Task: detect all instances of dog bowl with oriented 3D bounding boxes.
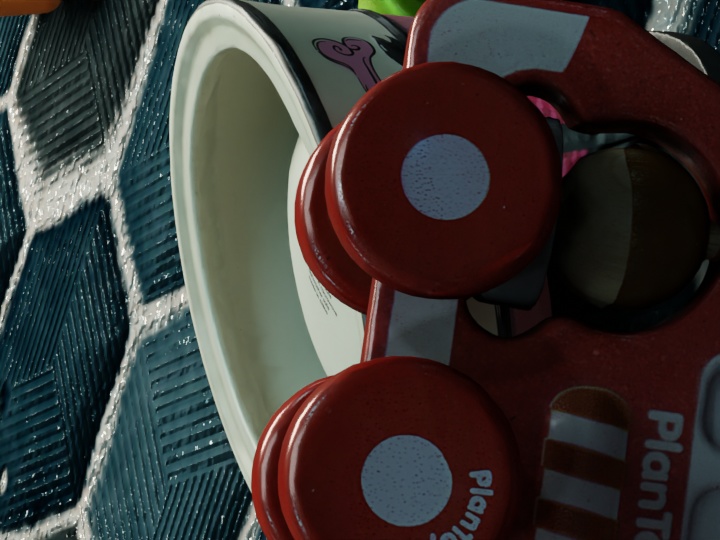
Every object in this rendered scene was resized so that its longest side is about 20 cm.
[{"bbox_3d":[0.000,0.000,1.006,0.200,0.074,0.200,168,90,-72],"label":"dog bowl"}]

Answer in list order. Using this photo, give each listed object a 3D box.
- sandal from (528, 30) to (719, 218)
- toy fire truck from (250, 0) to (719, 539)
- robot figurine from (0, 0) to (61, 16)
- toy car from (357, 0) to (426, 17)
[{"bbox_3d":[0.055,-0.040,0.989,0.200,0.045,0.075,1,93,56],"label":"sandal"},{"bbox_3d":[0.062,0.025,0.848,0.112,0.168,0.200,145,134,-81],"label":"toy fire truck"},{"bbox_3d":[-0.196,-0.214,1.509,0.117,0.144,0.200,-33,43,17],"label":"robot figurine"},{"bbox_3d":[0.033,-0.203,1.068,0.164,0.158,0.200,118,177,-54],"label":"toy car"}]
